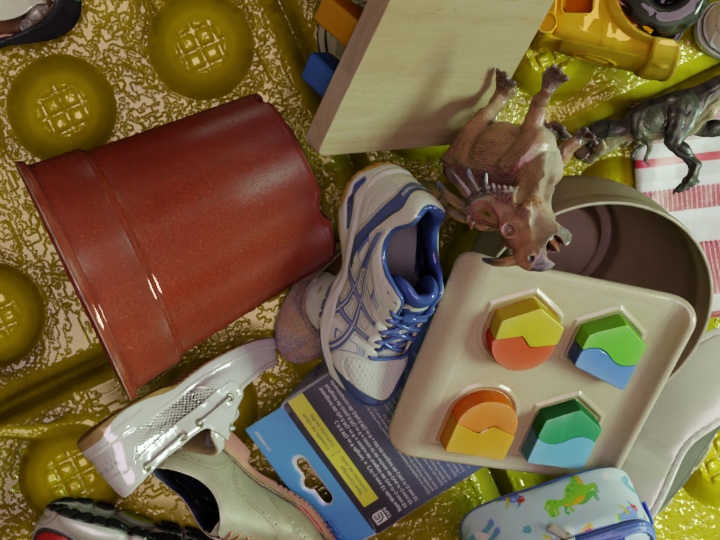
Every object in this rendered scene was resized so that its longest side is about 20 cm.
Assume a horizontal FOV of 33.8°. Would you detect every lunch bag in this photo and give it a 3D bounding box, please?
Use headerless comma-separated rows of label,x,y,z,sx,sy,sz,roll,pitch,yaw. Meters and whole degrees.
lunch bag,0.168,0.256,0.996,0.159,0.083,0.201,-15,137,-6

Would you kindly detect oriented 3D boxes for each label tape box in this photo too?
label tape box,0.024,0.129,1.016,0.199,0.066,0.144,-34,99,12

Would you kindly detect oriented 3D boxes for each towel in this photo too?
towel,0.320,-0.057,1.070,0.143,0.023,0.202,-6,96,-7

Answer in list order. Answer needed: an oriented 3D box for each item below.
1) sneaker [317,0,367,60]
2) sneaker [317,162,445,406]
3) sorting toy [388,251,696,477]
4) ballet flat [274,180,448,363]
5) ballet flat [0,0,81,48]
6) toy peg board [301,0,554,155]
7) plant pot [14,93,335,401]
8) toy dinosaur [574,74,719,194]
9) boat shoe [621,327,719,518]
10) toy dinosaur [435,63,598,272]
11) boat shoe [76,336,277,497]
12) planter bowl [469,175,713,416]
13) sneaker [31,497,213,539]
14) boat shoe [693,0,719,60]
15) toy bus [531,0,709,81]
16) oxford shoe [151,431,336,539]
sneaker,0.002,-0.213,0.959,0.075,0.115,0.202,-17,98,-7
sneaker,0.019,0.024,0.898,0.075,0.088,0.202,-12,118,-28
sorting toy,0.141,0.087,0.924,0.198,0.037,0.186,13,117,-15
ballet flat,0.000,0.000,1.003,0.068,0.067,0.200,40,89,-9
ballet flat,-0.321,-0.199,0.936,0.198,0.073,0.074,-14,97,-7
toy peg board,0.044,-0.201,0.896,0.098,0.199,0.200,45,123,27
plant pot,-0.136,-0.032,0.926,0.194,0.201,0.202,-26,99,-13
toy dinosaur,0.286,-0.123,1.016,0.199,0.047,0.089,-27,92,12
boat shoe,0.283,0.142,1.063,0.072,0.060,0.202,33,89,22
toy dinosaur,0.101,-0.078,0.893,0.136,0.200,0.086,-47,110,-5
boat shoe,-0.133,0.118,0.953,0.199,0.071,0.070,-30,86,-42
planter bowl,0.172,0.004,0.980,0.198,0.135,0.202,-3,120,-6
sneaker,-0.183,0.258,1.004,0.199,0.077,0.086,20,97,1
boat shoe,0.395,-0.190,1.045,0.198,0.067,0.074,10,94,-9
toy bus,0.193,-0.272,0.988,0.190,0.136,0.202,10,92,7
oxford shoe,-0.096,0.212,0.995,0.200,0.074,0.071,42,133,-2
